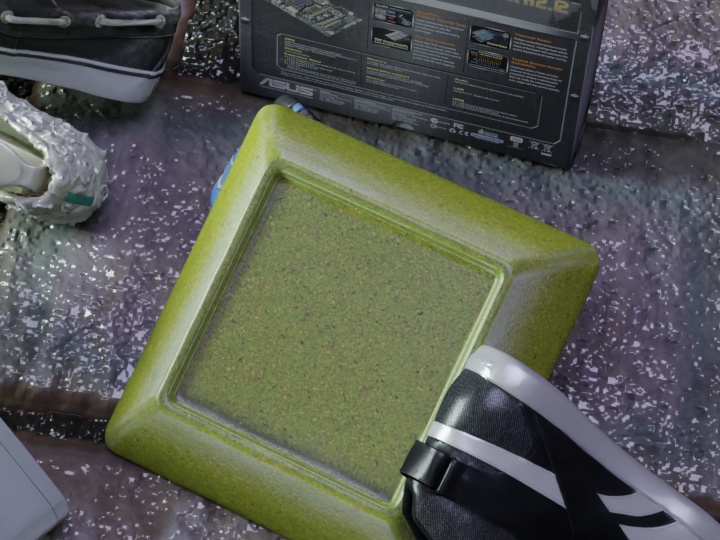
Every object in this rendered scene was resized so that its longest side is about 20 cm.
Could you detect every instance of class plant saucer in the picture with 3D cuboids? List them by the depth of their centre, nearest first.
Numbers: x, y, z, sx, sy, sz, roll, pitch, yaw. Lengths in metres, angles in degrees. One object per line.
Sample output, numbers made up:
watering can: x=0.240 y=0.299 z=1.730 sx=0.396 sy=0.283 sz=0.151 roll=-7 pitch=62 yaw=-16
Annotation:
plant saucer: x=-0.009 y=0.037 z=1.228 sx=0.199 sy=0.048 sz=0.201 roll=24 pitch=85 yaw=13

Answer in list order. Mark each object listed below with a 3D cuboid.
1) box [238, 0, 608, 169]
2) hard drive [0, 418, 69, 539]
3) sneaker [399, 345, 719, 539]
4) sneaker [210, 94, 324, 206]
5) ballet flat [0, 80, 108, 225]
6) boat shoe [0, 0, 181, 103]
box: x=0.032 y=-0.141 z=1.335 sx=0.199 sy=0.159 sz=0.049 roll=13 pitch=56 yaw=7
hard drive: x=-0.217 y=0.095 z=1.139 sx=0.027 sy=0.200 sz=0.132 roll=-39 pitch=90 yaw=18
sneaker: x=0.100 y=0.138 z=1.189 sx=0.200 sy=0.073 sz=0.112 roll=39 pitch=83 yaw=-14
sneaker: x=0.000 y=0.000 z=1.301 sx=0.077 sy=0.076 sz=0.200 roll=-43 pitch=67 yaw=2
ballet flat: x=-0.228 y=-0.084 z=1.330 sx=0.199 sy=0.072 sz=0.072 roll=24 pitch=58 yaw=14
boat shoe: x=-0.193 y=-0.146 z=1.335 sx=0.199 sy=0.064 sz=0.071 roll=9 pitch=29 yaw=-32
